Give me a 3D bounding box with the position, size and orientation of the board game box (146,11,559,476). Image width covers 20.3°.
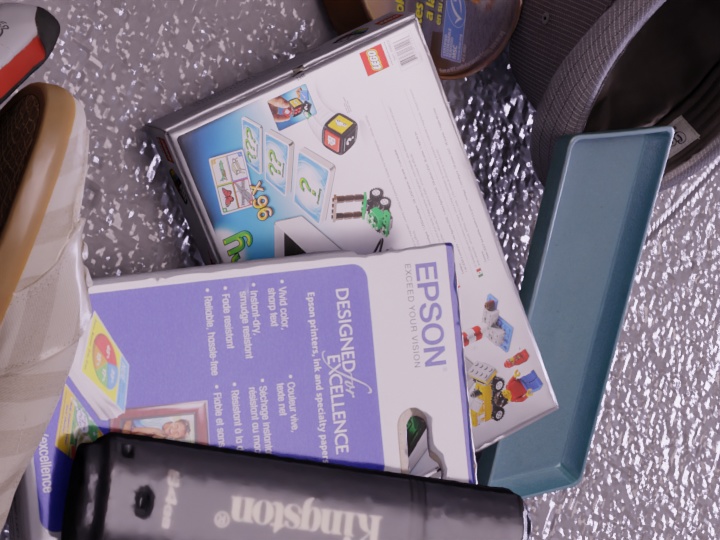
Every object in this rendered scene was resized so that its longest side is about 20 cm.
[{"bbox_3d":[0.000,0.000,0.907,0.126,0.035,0.201,-26,108,-14],"label":"board game box"}]

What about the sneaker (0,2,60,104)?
[{"bbox_3d":[-0.200,-0.074,0.739,0.108,0.067,0.201,49,47,-11],"label":"sneaker"}]

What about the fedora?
[{"bbox_3d":[0.147,-0.128,0.990,0.177,0.090,0.200,0,133,-46],"label":"fedora"}]

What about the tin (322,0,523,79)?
[{"bbox_3d":[0.032,-0.190,0.964,0.112,0.042,0.201,12,82,-44],"label":"tin"}]

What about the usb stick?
[{"bbox_3d":[-0.022,0.105,0.821,0.199,0.033,0.056,11,87,-22],"label":"usb stick"}]

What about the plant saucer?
[{"bbox_3d":[0.101,0.022,0.982,0.070,0.019,0.201,-8,119,-37],"label":"plant saucer"}]

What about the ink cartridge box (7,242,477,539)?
[{"bbox_3d":[-0.049,0.095,0.850,0.199,0.047,0.198,-6,92,-24],"label":"ink cartridge box"}]

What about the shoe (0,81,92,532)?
[{"bbox_3d":[-0.140,0.026,0.770,0.053,0.070,0.201,15,101,-35],"label":"shoe"}]
